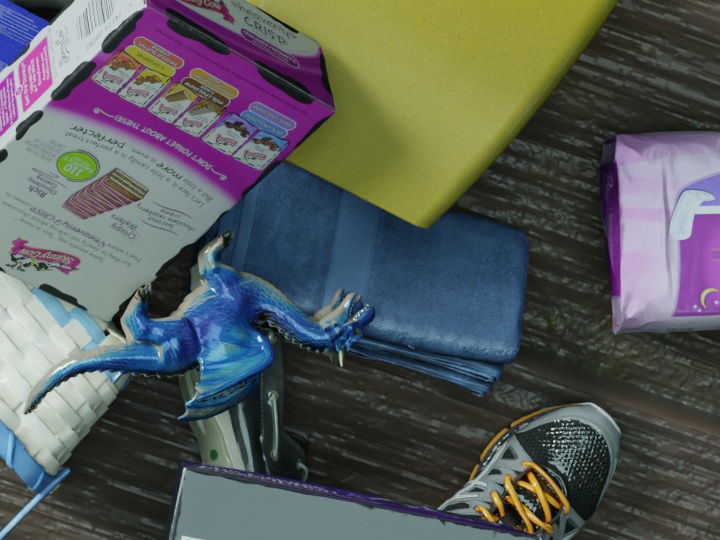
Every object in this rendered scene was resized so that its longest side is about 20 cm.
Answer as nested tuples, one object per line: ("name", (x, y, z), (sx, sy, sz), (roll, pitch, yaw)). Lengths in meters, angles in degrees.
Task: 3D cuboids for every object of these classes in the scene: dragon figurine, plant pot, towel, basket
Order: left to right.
("basket", (-0.237, 0.074, 1.541), (0.200, 0.139, 0.177), (-39, 91, -10))
("dragon figurine", (-0.085, 0.047, 1.485), (0.200, 0.059, 0.100), (-34, 85, -22))
("towel", (0.000, 0.000, 1.586), (0.199, 0.049, 0.112), (14, 55, -5))
("plant pot", (0.020, -0.139, 1.537), (0.200, 0.200, 0.177), (26, 101, -3))

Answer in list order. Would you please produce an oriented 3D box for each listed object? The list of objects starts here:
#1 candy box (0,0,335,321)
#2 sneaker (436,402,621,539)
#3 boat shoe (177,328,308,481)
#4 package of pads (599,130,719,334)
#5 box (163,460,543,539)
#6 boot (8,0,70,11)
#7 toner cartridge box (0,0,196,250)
("candy box", (-0.130, -0.073, 1.438), (0.136, 0.061, 0.200), (28, 124, -35))
("sneaker", (0.081, 0.158, 1.593), (0.200, 0.077, 0.078), (-43, 91, -3))
("boat shoe", (-0.057, 0.123, 1.588), (0.067, 0.072, 0.201), (-13, 92, -24))
("package of pads", (0.246, -0.025, 1.600), (0.199, 0.076, 0.121), (-2, 89, -3))
("box", (-0.010, 0.162, 1.478), (0.199, 0.141, 0.079), (12, 84, -5))
("boot", (-0.255, -0.122, 1.575), (0.181, 0.073, 0.201), (22, 83, 10))
("toner cartridge box", (-0.170, -0.092, 1.523), (0.200, 0.095, 0.043), (26, 124, -32))
